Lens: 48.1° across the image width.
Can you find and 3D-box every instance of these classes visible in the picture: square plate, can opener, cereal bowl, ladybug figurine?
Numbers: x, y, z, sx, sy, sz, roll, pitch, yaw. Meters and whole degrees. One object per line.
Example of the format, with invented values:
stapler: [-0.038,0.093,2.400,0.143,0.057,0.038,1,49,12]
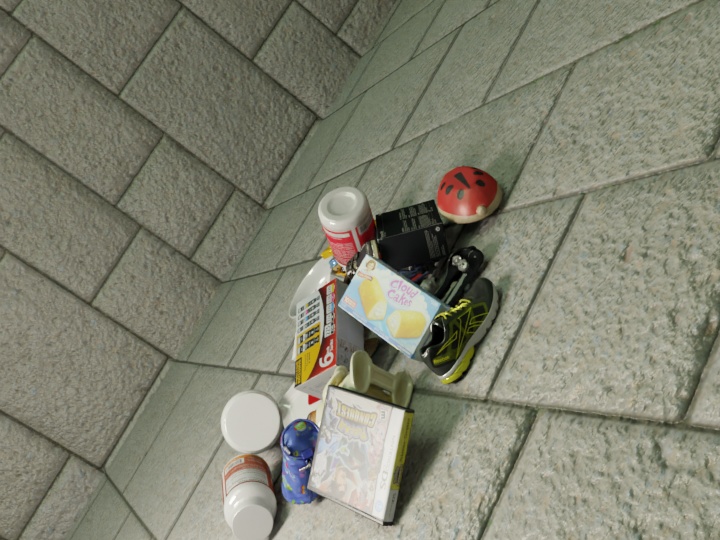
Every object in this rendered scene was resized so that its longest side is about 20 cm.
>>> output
square plate: [-0.093,0.289,1.698,0.199,0.028,0.201,-52,37,23]
can opener: [0.169,0.042,1.531,0.063,0.078,0.202,32,90,33]
cereal bowl: [-0.101,0.062,2.128,0.200,0.083,0.201,-48,18,21]
ladybug figurine: [0.219,-0.162,1.663,0.134,0.073,0.200,-29,25,-1]

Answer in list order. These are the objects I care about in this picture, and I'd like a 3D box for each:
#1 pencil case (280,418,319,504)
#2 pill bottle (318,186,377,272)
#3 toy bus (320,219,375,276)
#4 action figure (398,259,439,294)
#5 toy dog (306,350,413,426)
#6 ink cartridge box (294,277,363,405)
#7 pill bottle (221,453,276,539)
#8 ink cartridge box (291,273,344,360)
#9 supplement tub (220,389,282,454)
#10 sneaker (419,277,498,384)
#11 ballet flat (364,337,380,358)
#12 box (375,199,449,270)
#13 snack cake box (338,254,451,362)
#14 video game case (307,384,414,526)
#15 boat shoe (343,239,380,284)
pencil case: [-0.107,0.358,1.484,0.202,0.076,0.088,95,157,-48]
pill bottle: [-0.017,-0.076,1.767,0.110,0.202,0.114,-8,48,10]
toy bus: [-0.029,-0.052,1.978,0.135,0.191,0.203,-17,42,60]
action figure: [0.106,0.041,1.677,0.198,0.106,0.192,-30,11,-31]
toy dog: [-0.012,0.269,1.489,0.199,0.137,0.198,-35,45,48]
ink cartridge box: [-0.079,0.150,1.661,0.174,0.083,0.203,-33,45,36]
pill bottle: [-0.232,0.475,1.679,0.113,0.111,0.200,-52,18,5]
ink cartridge box: [-0.080,0.119,1.875,0.200,0.086,0.148,-42,36,53]
supplement tub: [-0.249,0.346,1.842,0.142,0.139,0.200,-58,2,-14]
sneaker: [0.169,0.090,1.377,0.074,0.084,0.202,-18,41,60]
ballet flat: [-0.040,0.203,1.747,0.200,0.065,0.071,-46,15,23]
box: [0.106,-0.077,1.718,0.138,0.080,0.200,-12,18,4]
snack cake box: [0.066,0.069,1.518,0.199,0.067,0.116,33,97,35]
video game case: [-0.004,0.300,1.336,0.198,0.025,0.185,8,85,48]
boat shoe: [0.000,0.000,1.700,0.201,0.063,0.073,111,153,-66]
